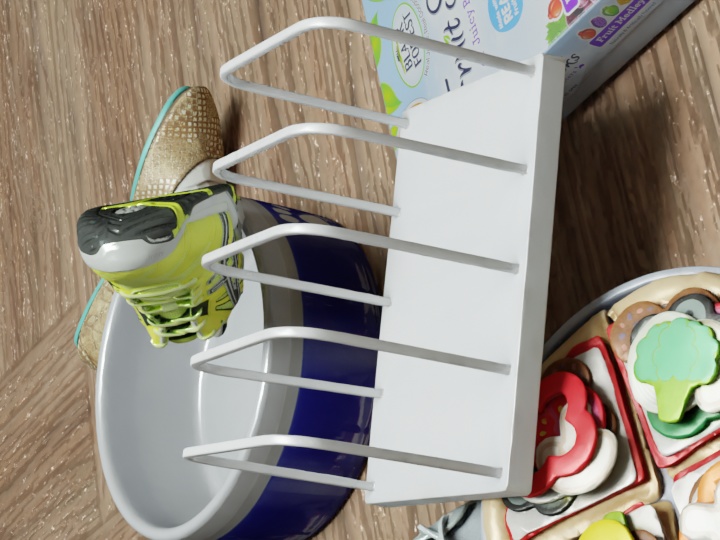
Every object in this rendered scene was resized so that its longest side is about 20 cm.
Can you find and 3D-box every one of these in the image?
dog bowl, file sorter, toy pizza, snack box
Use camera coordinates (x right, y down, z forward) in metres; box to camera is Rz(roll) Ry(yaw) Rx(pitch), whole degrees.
[{"bbox_3d":[-0.072,0.059,1.276,0.200,0.079,0.200,-22,63,53],"label":"dog bowl"},{"bbox_3d":[0.000,0.000,1.027,0.139,0.124,0.200,-17,65,63],"label":"file sorter"},{"bbox_3d":[0.127,0.092,0.958,0.200,0.032,0.201,-18,62,37],"label":"toy pizza"},{"bbox_3d":[0.081,-0.148,1.121,0.200,0.053,0.142,-43,48,44],"label":"snack box"}]

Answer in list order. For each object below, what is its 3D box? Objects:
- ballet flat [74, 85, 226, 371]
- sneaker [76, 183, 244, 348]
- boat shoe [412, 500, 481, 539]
[{"bbox_3d":[-0.117,-0.016,1.395,0.065,0.070,0.200,32,114,26],"label":"ballet flat"},{"bbox_3d":[-0.090,-0.001,1.127,0.200,0.075,0.077,0,-98,-80],"label":"sneaker"},{"bbox_3d":[0.053,0.152,1.064,0.201,0.071,0.070,-59,37,26],"label":"boat shoe"}]
